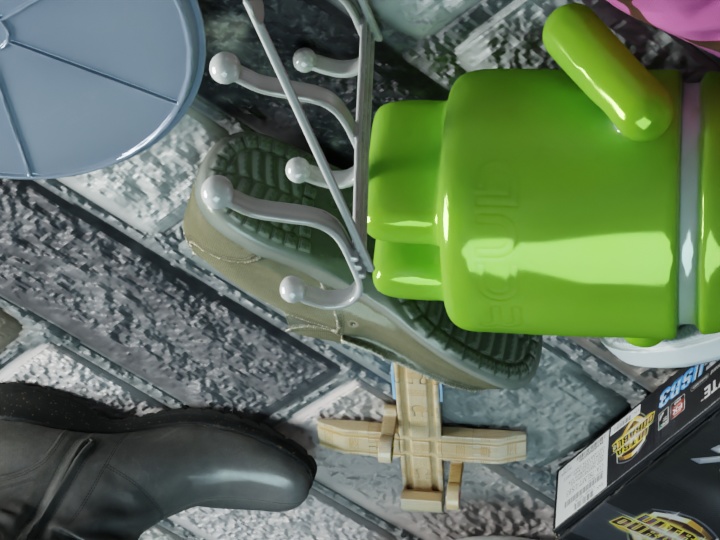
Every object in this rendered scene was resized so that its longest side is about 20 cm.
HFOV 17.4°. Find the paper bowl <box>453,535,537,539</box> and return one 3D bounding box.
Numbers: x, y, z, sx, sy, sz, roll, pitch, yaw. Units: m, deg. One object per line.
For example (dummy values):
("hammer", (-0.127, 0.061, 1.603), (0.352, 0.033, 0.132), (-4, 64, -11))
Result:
("paper bowl", (0.081, 0.229, 1.359), (0.199, 0.105, 0.201), (5, 142, 4))

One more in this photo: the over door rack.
("over door rack", (-0.032, -0.102, 0.941), (0.066, 0.149, 0.201), (-3, 141, 5))

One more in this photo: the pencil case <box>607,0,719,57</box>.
("pencil case", (0.146, -0.116, 0.938), (0.199, 0.091, 0.094), (25, 127, -22))

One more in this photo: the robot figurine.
("robot figurine", (0.103, -0.029, 1.027), (0.198, 0.116, 0.176), (1, 143, 9))

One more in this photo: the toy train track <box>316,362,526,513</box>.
("toy train track", (0.029, 0.075, 1.235), (0.114, 0.033, 0.201), (3, 140, 7))

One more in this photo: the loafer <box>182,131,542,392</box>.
("loafer", (0.000, 0.000, 1.129), (0.199, 0.076, 0.070), (31, 148, -19))

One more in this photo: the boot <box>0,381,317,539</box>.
("boot", (-0.128, 0.141, 1.266), (0.198, 0.132, 0.070), (6, 141, 3))

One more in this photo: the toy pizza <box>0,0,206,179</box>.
("toy pizza", (-0.165, -0.116, 1.038), (0.198, 0.032, 0.201), (5, 140, 4))

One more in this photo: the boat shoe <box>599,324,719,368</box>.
("boat shoe", (0.205, 0.005, 1.090), (0.199, 0.072, 0.062), (-22, 138, 31))

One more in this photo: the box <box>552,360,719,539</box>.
("box", (0.235, 0.113, 1.235), (0.199, 0.050, 0.198), (25, 139, -20))
